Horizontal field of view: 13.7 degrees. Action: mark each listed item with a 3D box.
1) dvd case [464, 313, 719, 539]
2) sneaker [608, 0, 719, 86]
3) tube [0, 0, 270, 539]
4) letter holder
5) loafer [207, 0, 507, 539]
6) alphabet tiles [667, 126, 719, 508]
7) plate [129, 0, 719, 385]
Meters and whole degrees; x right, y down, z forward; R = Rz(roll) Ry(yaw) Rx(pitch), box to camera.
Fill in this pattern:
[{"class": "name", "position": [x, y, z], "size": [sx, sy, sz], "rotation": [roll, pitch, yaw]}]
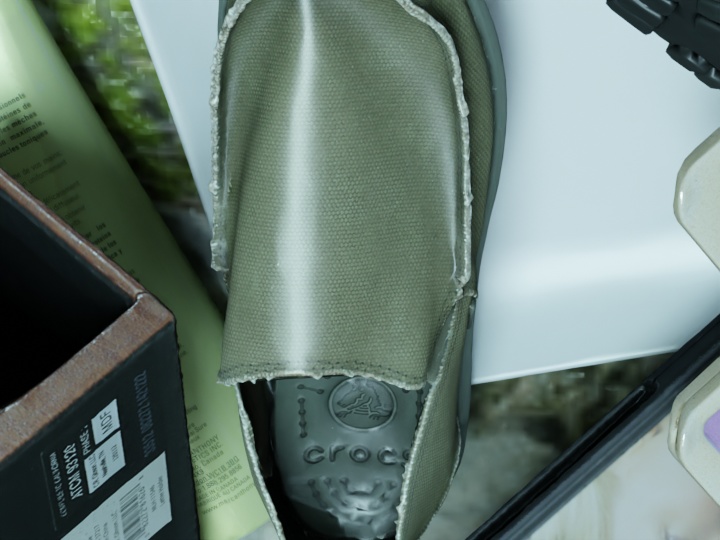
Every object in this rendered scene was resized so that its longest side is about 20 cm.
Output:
[{"class": "dvd case", "position": [0.084, 0.112, 0.790], "size": [0.200, 0.018, 0.143], "rotation": [-41, 107, -6]}, {"class": "sneaker", "position": [0.097, -0.090, 0.669], "size": [0.200, 0.076, 0.088], "rotation": [37, 81, -33]}, {"class": "tube", "position": [-0.083, -0.011, 0.820], "size": [0.058, 0.052, 0.200], "rotation": [-39, 114, -13]}, {"class": "letter holder", "position": [-0.127, 0.050, 0.801], "size": [0.142, 0.101, 0.200], "rotation": [40, 157, 22]}, {"class": "loafer", "position": [0.000, 0.000, 0.761], "size": [0.075, 0.070, 0.200], "rotation": [-1, 125, 8]}, {"class": "alphabet tiles", "position": [0.178, 0.008, 0.766], "size": [0.200, 0.015, 0.196], "rotation": [-41, 113, 2]}, {"class": "plate", "position": [0.046, -0.062, 0.775], "size": [0.199, 0.032, 0.200], "rotation": [-9, 123, 14]}]
